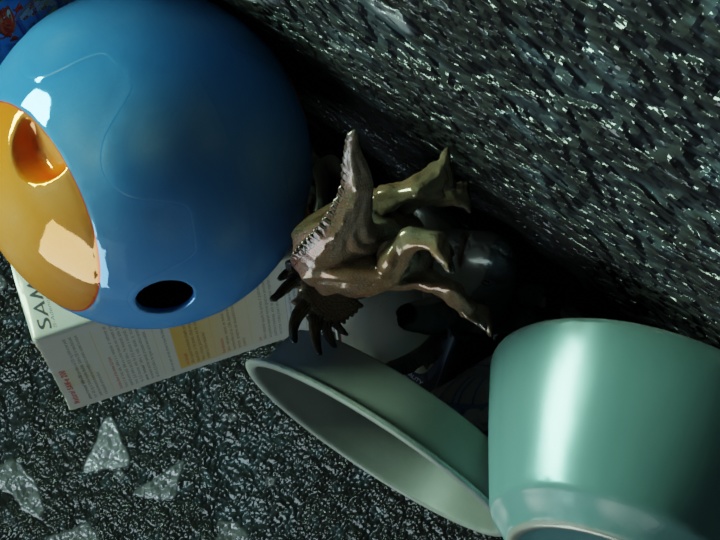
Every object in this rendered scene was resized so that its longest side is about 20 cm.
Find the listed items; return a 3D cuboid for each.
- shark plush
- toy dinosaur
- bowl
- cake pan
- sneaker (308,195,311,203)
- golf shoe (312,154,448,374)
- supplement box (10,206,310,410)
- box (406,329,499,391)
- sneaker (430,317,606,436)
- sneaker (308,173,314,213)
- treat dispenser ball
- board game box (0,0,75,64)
[{"bbox_3d":[0.093,0.026,0.980,0.083,0.091,0.200,-2,149,27],"label":"shark plush"},{"bbox_3d":[-0.005,-0.009,0.836,0.135,0.086,0.200,-8,162,14],"label":"toy dinosaur"},{"bbox_3d":[0.151,0.125,0.831,0.200,0.105,0.201,20,152,11],"label":"bowl"},{"bbox_3d":[0.017,0.102,0.951,0.200,0.037,0.200,31,165,9],"label":"cake pan"},{"bbox_3d":[-0.089,-0.045,1.099,0.076,0.080,0.201,40,144,37],"label":"sneaker"},{"bbox_3d":[0.000,0.000,1.035,0.088,0.077,0.200,62,-177,-37],"label":"golf shoe"},{"bbox_3d":[-0.128,0.013,1.020,0.126,0.199,0.074,90,160,-63],"label":"supplement box"},{"bbox_3d":[0.100,0.091,1.155,0.164,0.086,0.200,37,-175,11],"label":"box"},{"bbox_3d":[0.107,0.079,0.988,0.075,0.087,0.200,36,149,-25],"label":"sneaker"},{"bbox_3d":[-0.066,-0.071,1.190,0.199,0.075,0.085,29,170,-9],"label":"sneaker"},{"bbox_3d":[-0.128,-0.066,0.877,0.200,0.201,0.201,36,174,4],"label":"treat dispenser ball"},{"bbox_3d":[-0.291,-0.179,0.954,0.200,0.196,0.056,33,155,33],"label":"board game box"}]
